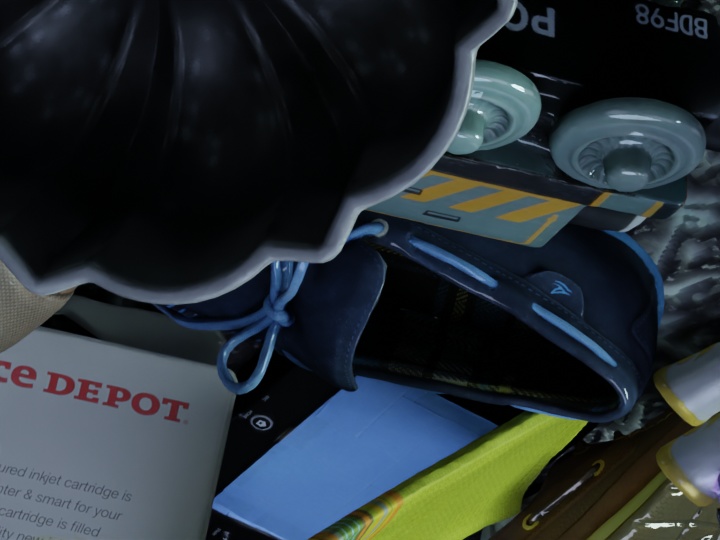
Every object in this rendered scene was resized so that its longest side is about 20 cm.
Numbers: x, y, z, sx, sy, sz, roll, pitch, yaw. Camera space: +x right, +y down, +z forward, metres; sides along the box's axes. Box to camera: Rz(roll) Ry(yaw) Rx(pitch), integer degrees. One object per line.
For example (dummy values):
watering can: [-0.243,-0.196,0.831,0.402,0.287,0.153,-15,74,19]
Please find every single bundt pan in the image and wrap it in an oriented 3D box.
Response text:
bundt pan: [-0.051,-0.096,0.725,0.201,0.076,0.203,3,103,12]

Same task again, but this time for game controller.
game controller: [0.000,0.066,1.041,0.104,0.042,0.200,21,137,-28]

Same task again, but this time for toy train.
toy train: [0.016,-0.058,0.847,0.199,0.086,0.114,10,154,-20]

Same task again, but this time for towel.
towel: [0.010,0.088,0.916,0.200,0.018,0.086,-27,163,-46]

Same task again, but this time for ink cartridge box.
ink cartridge box: [-0.120,0.107,0.960,0.128,0.201,0.125,14,158,-2]

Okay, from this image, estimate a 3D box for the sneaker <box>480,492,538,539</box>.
sneaker: [0.064,0.131,1.118,0.200,0.078,0.099,-34,128,23]

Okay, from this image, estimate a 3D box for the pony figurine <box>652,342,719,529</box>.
pony figurine: [0.178,0.003,0.828,0.200,0.193,0.167,-41,94,11]

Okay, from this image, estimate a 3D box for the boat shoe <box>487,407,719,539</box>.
boat shoe: [0.093,0.086,1.021,0.200,0.068,0.072,-42,138,0]

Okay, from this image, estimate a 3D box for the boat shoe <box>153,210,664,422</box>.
boat shoe: [0.000,0.000,0.911,0.199,0.069,0.084,7,132,1]

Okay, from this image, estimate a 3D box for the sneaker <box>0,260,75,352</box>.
sneaker: [-0.144,-0.058,0.849,0.075,0.070,0.200,-32,129,-9]
